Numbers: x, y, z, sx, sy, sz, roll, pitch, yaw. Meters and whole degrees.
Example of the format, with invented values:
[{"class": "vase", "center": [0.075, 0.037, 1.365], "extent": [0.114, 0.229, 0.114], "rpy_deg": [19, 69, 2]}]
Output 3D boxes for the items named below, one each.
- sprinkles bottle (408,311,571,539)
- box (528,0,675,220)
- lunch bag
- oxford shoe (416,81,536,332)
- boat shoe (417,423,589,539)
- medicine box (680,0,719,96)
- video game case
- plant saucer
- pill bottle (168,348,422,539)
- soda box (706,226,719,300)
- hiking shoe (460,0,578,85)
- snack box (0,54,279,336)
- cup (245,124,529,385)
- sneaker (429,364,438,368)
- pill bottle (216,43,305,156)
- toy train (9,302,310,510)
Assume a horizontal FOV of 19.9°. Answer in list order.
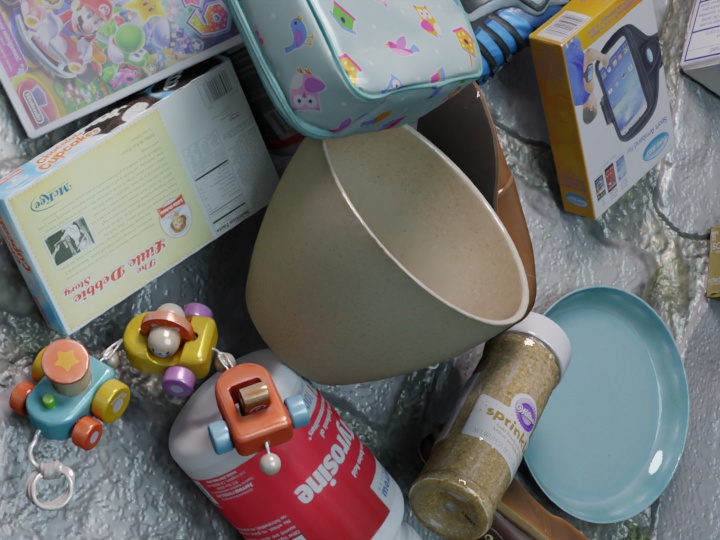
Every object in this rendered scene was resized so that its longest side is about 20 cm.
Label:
[{"class": "sprinkles bottle", "center": [0.102, 0.118, 1.582], "extent": [0.068, 0.068, 0.200], "rpy_deg": [53, 43, -21]}, {"class": "box", "center": [0.207, -0.138, 1.713], "extent": [0.119, 0.041, 0.200], "rpy_deg": [-41, 131, -29]}, {"class": "lunch bag", "center": [-0.006, -0.179, 1.421], "extent": [0.200, 0.077, 0.161], "rpy_deg": [-19, 79, -57]}, {"class": "oxford shoe", "center": [0.091, -0.054, 1.564], "extent": [0.071, 0.071, 0.201], "rpy_deg": [-19, 100, -57]}, {"class": "boat shoe", "center": [0.114, 0.208, 1.640], "extent": [0.200, 0.070, 0.070], "rpy_deg": [43, 19, -10]}, {"class": "medicine box", "center": [0.407, -0.239, 1.866], "extent": [0.182, 0.103, 0.201], "rpy_deg": [28, 71, -31]}, {"class": "video game case", "center": [-0.172, -0.197, 1.428], "extent": [0.199, 0.018, 0.144], "rpy_deg": [-25, 103, 2]}, {"class": "plant saucer", "center": [0.199, 0.113, 1.737], "extent": [0.200, 0.027, 0.201], "rpy_deg": [3, 86, -35]}, {"class": "pill bottle", "center": [-0.040, 0.163, 1.507], "extent": [0.200, 0.112, 0.112], "rpy_deg": [50, 61, -22]}, {"class": "soda box", "center": [0.409, 0.006, 1.874], "extent": [0.199, 0.064, 0.068], "rpy_deg": [10, 81, -34]}, {"class": "hiking shoe", "center": [0.098, -0.190, 1.669], "extent": [0.199, 0.074, 0.087], "rpy_deg": [-8, 105, -30]}, {"class": "snack box", "center": [-0.157, -0.056, 1.452], "extent": [0.200, 0.037, 0.116], "rpy_deg": [-34, 120, -23]}, {"class": "cup", "center": [0.000, 0.000, 1.465], "extent": [0.200, 0.143, 0.201], "rpy_deg": [37, 27, -23]}, {"class": "sneaker", "center": [0.070, -0.011, 1.624], "extent": [0.130, 0.079, 0.200], "rpy_deg": [44, 58, -31]}, {"class": "pill bottle", "center": [-0.076, -0.193, 1.507], "extent": [0.114, 0.114, 0.200], "rpy_deg": [-47, 112, -29]}, {"class": "toy train", "center": [-0.143, 0.085, 1.403], "extent": [0.199, 0.056, 0.151], "rpy_deg": [-15, 52, -8]}]
